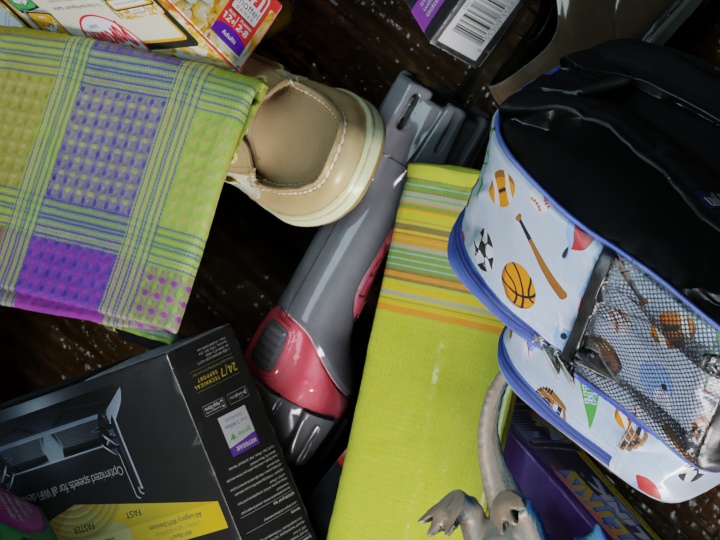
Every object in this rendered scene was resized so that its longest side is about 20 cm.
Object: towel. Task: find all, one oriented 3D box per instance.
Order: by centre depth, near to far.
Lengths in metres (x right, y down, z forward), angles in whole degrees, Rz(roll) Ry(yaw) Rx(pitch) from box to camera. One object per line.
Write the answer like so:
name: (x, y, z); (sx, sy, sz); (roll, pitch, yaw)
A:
towel: (0.039, 0.051, 1.275); (0.086, 0.018, 0.200); (12, 89, 34)
towel: (-0.143, -0.046, 1.337); (0.200, 0.023, 0.144); (11, 80, 37)

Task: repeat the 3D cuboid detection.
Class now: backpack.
backpack: (0.139, -0.007, 1.175); (0.190, 0.200, 0.154); (43, 127, 20)

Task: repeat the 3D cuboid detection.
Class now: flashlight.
flashlight: (0.000, 0.000, 1.346); (0.068, 0.068, 0.200); (30, 100, -4)

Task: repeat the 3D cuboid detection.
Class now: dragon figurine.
dragon figurine: (0.078, 0.142, 1.215); (0.059, 0.099, 0.200); (-18, 57, 33)

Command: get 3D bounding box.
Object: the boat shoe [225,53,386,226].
boat shoe: (-0.058, -0.072, 1.343); (0.200, 0.066, 0.074); (18, 86, 59)

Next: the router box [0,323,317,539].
router box: (-0.118, 0.128, 1.341); (0.200, 0.052, 0.158); (-19, 94, 41)

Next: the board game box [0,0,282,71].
board game box: (-0.155, -0.175, 1.317); (0.151, 0.200, 0.046); (3, 55, 51)

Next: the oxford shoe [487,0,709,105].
oxford shoe: (0.125, -0.150, 1.246); (0.084, 0.073, 0.200); (28, 102, -11)

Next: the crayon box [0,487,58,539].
crayon box: (-0.189, 0.216, 1.250); (0.173, 0.058, 0.200); (-55, 34, 8)

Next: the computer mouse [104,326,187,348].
computer mouse: (-0.147, 0.086, 1.411); (0.200, 0.046, 0.141); (14, 110, 47)

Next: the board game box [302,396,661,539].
board game box: (0.059, 0.161, 1.295); (0.200, 0.057, 0.165); (48, 114, 27)

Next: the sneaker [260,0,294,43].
sneaker: (-0.047, -0.211, 1.378); (0.082, 0.078, 0.201); (21, 108, 54)

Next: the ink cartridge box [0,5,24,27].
ink cartridge box: (-0.225, -0.144, 1.488); (0.175, 0.084, 0.201); (5, 89, 33)

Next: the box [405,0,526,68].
box: (0.056, -0.205, 1.287); (0.143, 0.036, 0.200); (-54, 31, 19)
